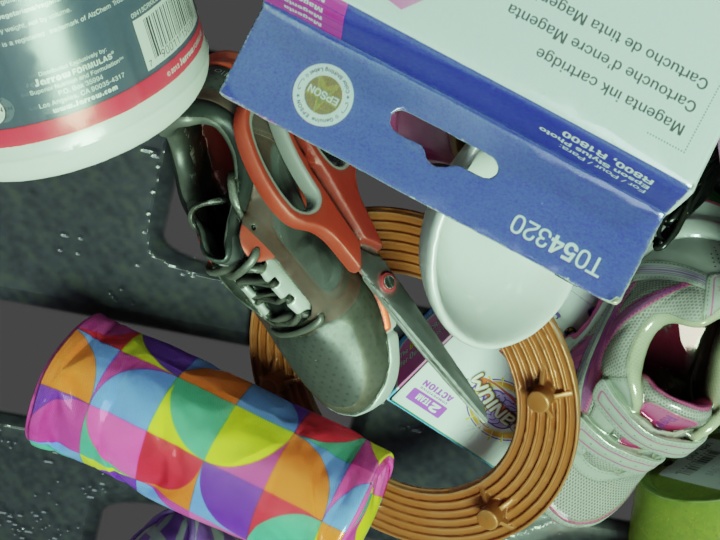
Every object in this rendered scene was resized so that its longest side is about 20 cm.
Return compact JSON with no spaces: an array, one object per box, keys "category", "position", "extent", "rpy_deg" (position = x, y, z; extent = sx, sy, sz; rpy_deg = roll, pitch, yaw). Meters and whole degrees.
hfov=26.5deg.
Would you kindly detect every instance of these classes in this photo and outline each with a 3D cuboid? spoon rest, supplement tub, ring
[{"category":"spoon rest","position":[0.062,-0.060,0.687],"extent":[0.099,0.060,0.202],"rpy_deg":[-19,111,-32]},{"category":"supplement tub","position":[-0.154,-0.154,0.660],"extent":[0.139,0.141,0.201],"rpy_deg":[-12,122,4]},{"category":"ring","position":[0.022,0.063,0.820],"extent":[0.199,0.019,0.202],"rpy_deg":[13,118,24]}]

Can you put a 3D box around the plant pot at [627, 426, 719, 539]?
[{"category":"plant pot","position":[0.227,0.201,0.900],"extent":[0.185,0.187,0.202],"rpy_deg":[-15,107,6]}]

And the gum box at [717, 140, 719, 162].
[{"category":"gum box","position":[0.271,-0.043,0.723],"extent":[0.199,0.066,0.115],"rpy_deg":[-17,105,-22]}]

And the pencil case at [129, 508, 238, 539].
[{"category":"pencil case","position":[-0.064,0.228,0.938],"extent":[0.084,0.086,0.200],"rpy_deg":[-36,117,29]}]

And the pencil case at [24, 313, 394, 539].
[{"category":"pencil case","position":[-0.080,0.099,0.821],"extent":[0.199,0.088,0.089],"rpy_deg":[27,120,9]}]

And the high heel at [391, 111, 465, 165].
[{"category":"high heel","position":[0.027,-0.149,0.739],"extent":[0.067,0.096,0.202],"rpy_deg":[-19,111,-32]}]

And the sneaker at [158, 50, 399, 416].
[{"category":"sneaker","position":[-0.051,-0.005,0.767],"extent":[0.077,0.082,0.201],"rpy_deg":[-18,105,34]}]

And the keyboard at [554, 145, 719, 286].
[{"category":"keyboard","position":[0.148,-0.075,0.730],"extent":[0.200,0.021,0.127],"rpy_deg":[-50,134,-19]}]

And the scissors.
[{"category":"scissors","position":[0.000,0.000,0.751],"extent":[0.014,0.073,0.201],"rpy_deg":[-17,100,47]}]

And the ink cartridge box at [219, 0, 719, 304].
[{"category":"ink cartridge box","position":[0.068,-0.118,0.620],"extent":[0.195,0.043,0.201],"rpy_deg":[27,92,3]}]

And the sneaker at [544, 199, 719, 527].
[{"category":"sneaker","position":[0.142,0.063,0.796],"extent":[0.081,0.088,0.201],"rpy_deg":[13,120,-12]}]

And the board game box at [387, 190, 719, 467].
[{"category":"board game box","position":[0.132,0.034,0.854],"extent":[0.153,0.040,0.200],"rpy_deg":[35,114,-22]}]
